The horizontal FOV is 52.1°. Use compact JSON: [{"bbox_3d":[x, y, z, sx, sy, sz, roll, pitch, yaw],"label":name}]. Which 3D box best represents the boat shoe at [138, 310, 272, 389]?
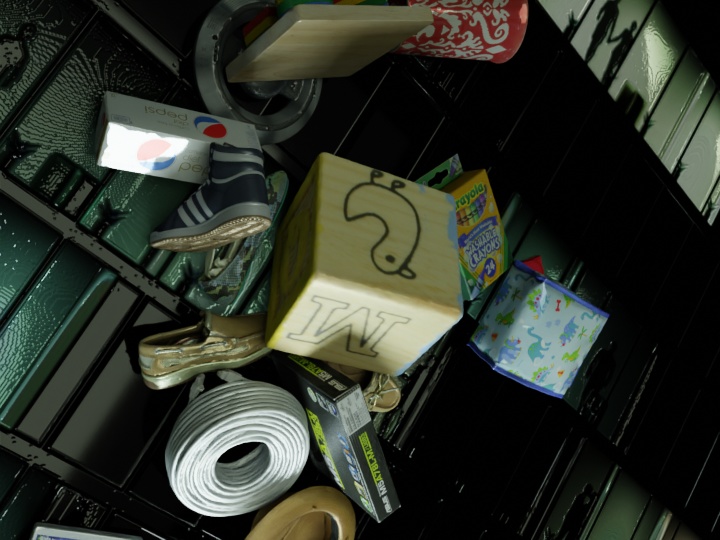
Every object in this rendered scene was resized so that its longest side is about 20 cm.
[{"bbox_3d":[-0.192,0.088,0.966,0.197,0.071,0.078,-20,124,-27],"label":"boat shoe"}]

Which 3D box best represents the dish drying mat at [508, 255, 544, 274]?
[{"bbox_3d":[0.308,0.081,1.306,0.076,0.018,0.204,-18,104,-27],"label":"dish drying mat"}]

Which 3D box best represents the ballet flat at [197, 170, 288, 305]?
[{"bbox_3d":[-0.160,-0.054,0.986,0.074,0.074,0.203,28,77,-29],"label":"ballet flat"}]

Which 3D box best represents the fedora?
[{"bbox_3d":[-0.103,0.384,1.053,0.197,0.081,0.205,-12,112,-30],"label":"fedora"}]

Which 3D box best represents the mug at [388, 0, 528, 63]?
[{"bbox_3d":[0.123,-0.393,1.110,0.196,0.179,0.135,-8,136,-25],"label":"mug"}]

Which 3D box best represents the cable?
[{"bbox_3d":[-0.159,0.238,0.982,0.197,0.069,0.202,18,111,-34],"label":"cable"}]

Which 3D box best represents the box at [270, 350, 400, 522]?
[{"bbox_3d":[-0.037,0.216,1.009,0.047,0.192,0.203,-29,115,-26],"label":"box"}]

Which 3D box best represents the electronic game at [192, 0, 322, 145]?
[{"bbox_3d":[-0.135,-0.274,0.998,0.197,0.041,0.205,-9,104,-36],"label":"electronic game"}]

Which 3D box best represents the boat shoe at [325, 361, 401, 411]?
[{"bbox_3d":[-0.009,0.162,1.103,0.198,0.062,0.074,31,80,-29],"label":"boat shoe"}]

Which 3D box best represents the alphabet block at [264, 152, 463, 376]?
[{"bbox_3d":[0.000,0.000,0.965,0.196,0.197,0.199,14,53,-20],"label":"alphabet block"}]

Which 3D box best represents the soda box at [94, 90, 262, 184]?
[{"bbox_3d":[-0.228,-0.159,0.929,0.197,0.064,0.069,8,133,-30],"label":"soda box"}]

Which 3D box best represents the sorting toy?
[{"bbox_3d":[-0.047,-0.305,0.917,0.197,0.197,0.071,-13,90,-35],"label":"sorting toy"}]

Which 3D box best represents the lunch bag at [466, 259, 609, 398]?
[{"bbox_3d":[0.305,0.105,1.225,0.198,0.127,0.172,26,99,-23],"label":"lunch bag"}]

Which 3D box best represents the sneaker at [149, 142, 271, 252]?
[{"bbox_3d":[-0.189,-0.091,0.919,0.070,0.197,0.111,11,71,-52],"label":"sneaker"}]

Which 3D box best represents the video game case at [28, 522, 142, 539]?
[{"bbox_3d":[-0.378,0.434,0.943,0.141,0.018,0.204,20,85,-30],"label":"video game case"}]

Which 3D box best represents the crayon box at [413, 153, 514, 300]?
[{"bbox_3d":[0.167,-0.072,1.176,0.125,0.051,0.203,-35,111,-35],"label":"crayon box"}]
